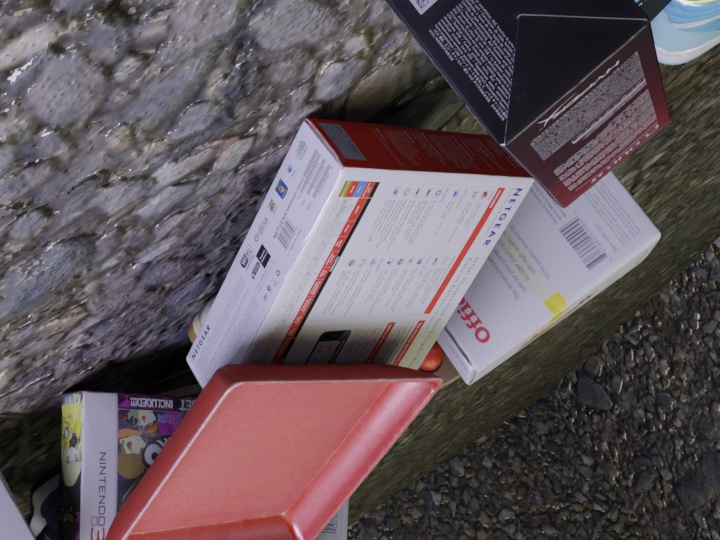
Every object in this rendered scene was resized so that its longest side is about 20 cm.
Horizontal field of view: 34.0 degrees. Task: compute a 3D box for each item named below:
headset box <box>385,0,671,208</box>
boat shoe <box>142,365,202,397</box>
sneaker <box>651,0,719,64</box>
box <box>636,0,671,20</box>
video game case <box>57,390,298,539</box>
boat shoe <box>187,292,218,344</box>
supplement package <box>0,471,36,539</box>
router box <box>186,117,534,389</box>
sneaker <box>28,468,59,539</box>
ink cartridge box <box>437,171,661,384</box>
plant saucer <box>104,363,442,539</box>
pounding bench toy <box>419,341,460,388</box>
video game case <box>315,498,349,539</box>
[{"bbox_3d":[0.067,-0.117,0.544,0.075,0.149,0.200,-38,165,11],"label":"headset box"},{"bbox_3d":[-0.084,0.076,0.960,0.197,0.066,0.074,-13,154,-12],"label":"boat shoe"},{"bbox_3d":[0.293,-0.236,0.854,0.199,0.080,0.131,-38,167,-1],"label":"sneaker"},{"bbox_3d":[0.161,-0.192,0.739,0.200,0.046,0.158,-47,163,31],"label":"box"},{"bbox_3d":[-0.129,0.185,0.867,0.198,0.184,0.036,11,164,-43],"label":"video game case"},{"bbox_3d":[-0.038,0.025,0.887,0.199,0.074,0.067,-18,153,-51],"label":"boat shoe"},{"bbox_3d":[-0.289,0.219,0.813,0.116,0.118,0.201,-27,163,-27],"label":"supplement package"},{"bbox_3d":[0.000,0.000,0.787,0.178,0.049,0.201,-1,131,-43],"label":"router box"},{"bbox_3d":[-0.247,0.241,1.044,0.075,0.088,0.200,-31,164,-21],"label":"sneaker"},{"bbox_3d":[0.132,-0.020,1.017,0.199,0.146,0.084,-34,167,-8],"label":"ink cartridge box"},{"bbox_3d":[-0.066,0.130,0.805,0.198,0.037,0.201,4,132,-47],"label":"plant saucer"},{"bbox_3d":[-0.029,0.104,1.058,0.199,0.125,0.156,-24,161,-41],"label":"pounding bench toy"},{"bbox_3d":[-0.091,0.230,0.937,0.180,0.203,0.022,13,161,-31],"label":"video game case"}]
